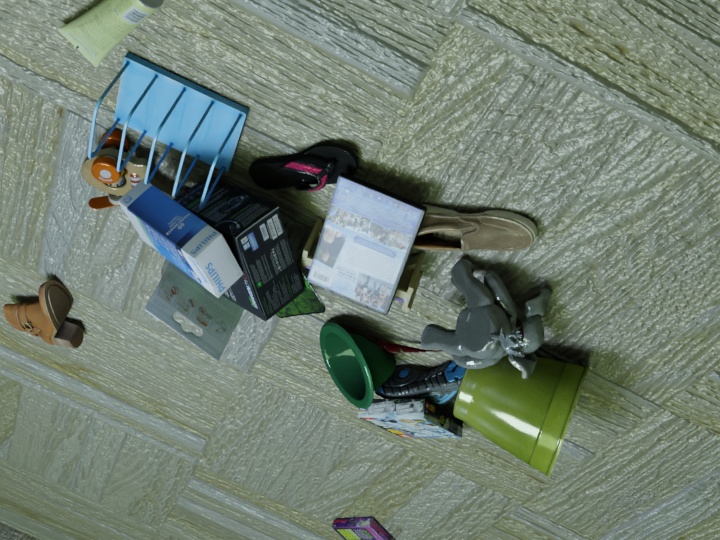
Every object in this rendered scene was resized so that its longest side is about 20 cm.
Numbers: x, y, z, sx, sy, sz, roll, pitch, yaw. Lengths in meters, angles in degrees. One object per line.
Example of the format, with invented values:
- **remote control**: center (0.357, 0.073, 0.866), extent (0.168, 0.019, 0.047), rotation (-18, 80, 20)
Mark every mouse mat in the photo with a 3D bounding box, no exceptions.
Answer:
- **mouse mat**: center (-0.143, 0.012, 1.598), extent (0.161, 0.008, 0.200), rotation (57, 152, -11)

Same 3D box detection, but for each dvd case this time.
- **dvd case**: center (0.007, -0.038, 1.448), extent (0.142, 0.018, 0.201), rotation (23, 121, 5)

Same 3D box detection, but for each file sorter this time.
- **file sorter**: center (-0.294, -0.202, 1.417), extent (0.199, 0.123, 0.139), rotation (24, 141, -5)

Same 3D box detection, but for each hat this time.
- **hat**: center (0.047, 0.153, 1.752), extent (0.200, 0.175, 0.166), rotation (49, 149, 31)

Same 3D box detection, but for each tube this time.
- **tube**: center (-0.356, -0.356, 1.333), extent (0.199, 0.052, 0.058), rotation (-20, 85, 43)

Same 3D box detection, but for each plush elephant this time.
- **plush elephant**: center (0.229, 0.090, 1.517), extent (0.154, 0.166, 0.200), rotation (9, -165, -45)

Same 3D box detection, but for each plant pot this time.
- **plant pot**: center (0.269, 0.226, 1.616), extent (0.192, 0.201, 0.201), rotation (20, 141, 14)

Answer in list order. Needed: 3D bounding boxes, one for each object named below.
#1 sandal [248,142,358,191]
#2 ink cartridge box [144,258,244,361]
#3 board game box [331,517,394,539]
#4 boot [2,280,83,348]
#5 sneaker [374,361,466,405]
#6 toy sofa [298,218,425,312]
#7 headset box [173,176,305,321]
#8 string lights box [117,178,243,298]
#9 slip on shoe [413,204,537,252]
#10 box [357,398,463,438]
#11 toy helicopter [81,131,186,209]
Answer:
- **sandal**: center (-0.090, -0.148, 1.449), extent (0.199, 0.045, 0.075), rotation (-7, 133, 30)
- **ink cartridge box**: center (-0.280, 0.043, 1.626), extent (0.160, 0.201, 0.047), rotation (39, 138, -21)
- **board game box**: center (0.029, 0.685, 2.357), extent (0.119, 0.032, 0.200), rotation (-8, 133, 37)
- **boot**: center (-0.675, 0.081, 1.957), extent (0.154, 0.077, 0.200), rotation (13, 147, 15)
- **sneaker**: center (0.120, 0.226, 1.759), extent (0.199, 0.073, 0.082), rotation (-7, 132, 30)
- **toy sofa**: center (0.000, 0.000, 1.549), extent (0.199, 0.083, 0.098), rotation (19, 140, 3)
- **headset box**: center (-0.204, -0.041, 1.519), extent (0.199, 0.093, 0.175), rotation (27, 143, 40)
- **string lights box**: center (-0.277, -0.050, 1.438), extent (0.200, 0.059, 0.103), rotation (33, 158, 33)
- **slip on shoe**: center (0.167, -0.054, 1.431), extent (0.199, 0.061, 0.076), rotation (11, 140, 12)
- **box**: center (0.100, 0.286, 1.806), extent (0.136, 0.040, 0.200), rotation (-4, 159, 26)
- **toy helicopter**: center (-0.370, -0.136, 1.567), extent (0.199, 0.079, 0.132), rotation (23, 136, -23)
